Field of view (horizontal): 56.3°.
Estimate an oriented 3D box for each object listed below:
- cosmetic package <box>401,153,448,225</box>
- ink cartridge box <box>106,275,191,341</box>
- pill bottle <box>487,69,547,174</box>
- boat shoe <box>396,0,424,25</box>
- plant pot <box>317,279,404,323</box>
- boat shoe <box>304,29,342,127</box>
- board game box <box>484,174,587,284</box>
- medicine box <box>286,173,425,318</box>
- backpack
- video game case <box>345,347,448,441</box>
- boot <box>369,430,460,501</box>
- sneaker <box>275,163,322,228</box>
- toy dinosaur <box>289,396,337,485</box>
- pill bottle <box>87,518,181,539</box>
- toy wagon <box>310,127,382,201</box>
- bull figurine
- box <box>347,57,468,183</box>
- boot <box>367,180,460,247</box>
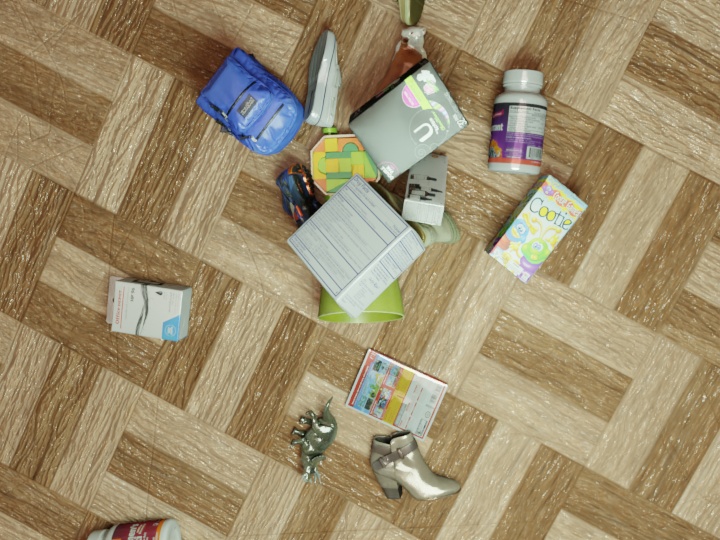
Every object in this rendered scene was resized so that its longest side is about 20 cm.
[{"bbox_3d":[0.135,-0.173,1.380,0.081,0.202,0.051,11,129,1],"label":"cosmetic package"},{"bbox_3d":[-0.491,0.084,1.521,0.196,0.068,0.119,8,96,4],"label":"ink cartridge box"},{"bbox_3d":[0.327,-0.305,1.392,0.109,0.111,0.205,5,96,4],"label":"pill bottle"},{"bbox_3d":[0.092,-0.614,1.403,0.062,0.073,0.205,2,99,31],"label":"boat shoe"},{"bbox_3d":[0.000,0.000,1.432,0.183,0.187,0.205,-2,79,5],"label":"plant pot"},{"bbox_3d":[-0.073,-0.406,1.442,0.066,0.073,0.204,12,90,-30],"label":"boat shoe"},{"bbox_3d":[0.364,-0.088,1.416,0.102,0.105,0.201,37,97,0],"label":"board game box"},{"bbox_3d":[-0.008,-0.049,1.306,0.200,0.103,0.182,-43,58,0],"label":"medicine box"},{"bbox_3d":[-0.227,-0.337,1.408,0.199,0.168,0.163,41,104,-5],"label":"backpack"},{"bbox_3d":[0.081,0.281,1.521,0.197,0.017,0.145,24,98,2],"label":"video game case"},{"bbox_3d":[0.118,0.433,1.507,0.196,0.070,0.149,-8,97,8],"label":"boot"},{"bbox_3d":[-0.126,-0.132,1.474,0.077,0.075,0.204,-5,108,41],"label":"sneaker"},{"bbox_3d":[-0.097,0.373,1.528,0.101,0.077,0.203,27,93,-11],"label":"toy dinosaur"},{"bbox_3d":[-0.526,0.643,1.562,0.196,0.110,0.112,-8,96,5],"label":"pill bottle"},{"bbox_3d":[-0.010,-0.232,1.463,0.195,0.040,0.159,-1,96,5],"label":"toy wagon"},{"bbox_3d":[0.101,-0.408,1.422,0.120,0.065,0.202,31,102,-6],"label":"bull figurine"},{"bbox_3d":[0.093,-0.303,1.354,0.198,0.125,0.149,-34,106,13],"label":"box"},{"bbox_3d":[0.107,-0.119,1.426,0.200,0.153,0.073,45,124,30],"label":"boot"}]
